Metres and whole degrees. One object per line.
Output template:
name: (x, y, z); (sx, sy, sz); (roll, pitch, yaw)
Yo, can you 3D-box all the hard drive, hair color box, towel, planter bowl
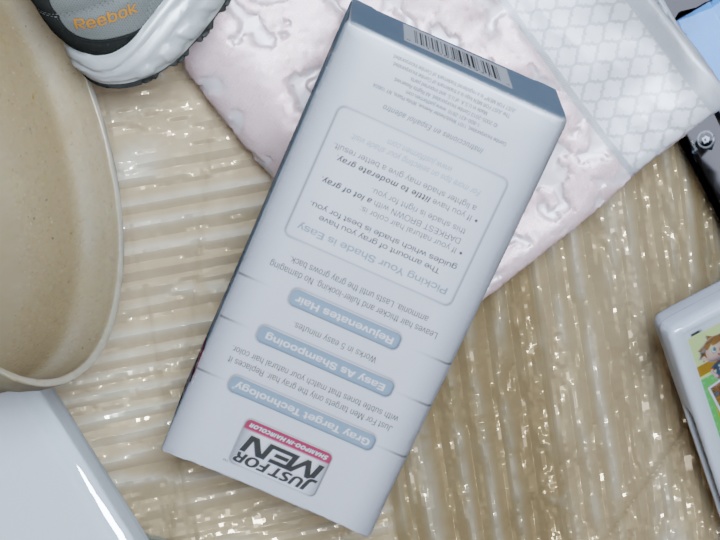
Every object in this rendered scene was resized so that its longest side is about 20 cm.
hard drive: (-0.141, 0.150, 0.766); (0.131, 0.026, 0.201); (-35, 82, 10)
hair color box: (0.000, 0.000, 0.778); (0.098, 0.061, 0.201); (23, 106, -5)
towel: (0.036, -0.095, 0.809); (0.190, 0.032, 0.201); (-37, 100, 3)
planter bowl: (-0.198, -0.037, 0.713); (0.134, 0.200, 0.202); (-15, 100, 18)

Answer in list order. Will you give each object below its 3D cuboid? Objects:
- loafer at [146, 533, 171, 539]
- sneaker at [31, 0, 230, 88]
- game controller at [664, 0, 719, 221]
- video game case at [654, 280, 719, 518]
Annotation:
loafer: (-0.051, 0.172, 0.819); (0.198, 0.072, 0.063); (21, 108, -6)
sneaker: (-0.064, -0.171, 0.752); (0.201, 0.074, 0.079); (-56, 142, -10)
game controller: (0.194, -0.082, 0.848); (0.104, 0.042, 0.201); (-30, 100, -7)
video game case: (0.249, 0.053, 0.859); (0.199, 0.022, 0.183); (-27, 117, -7)
